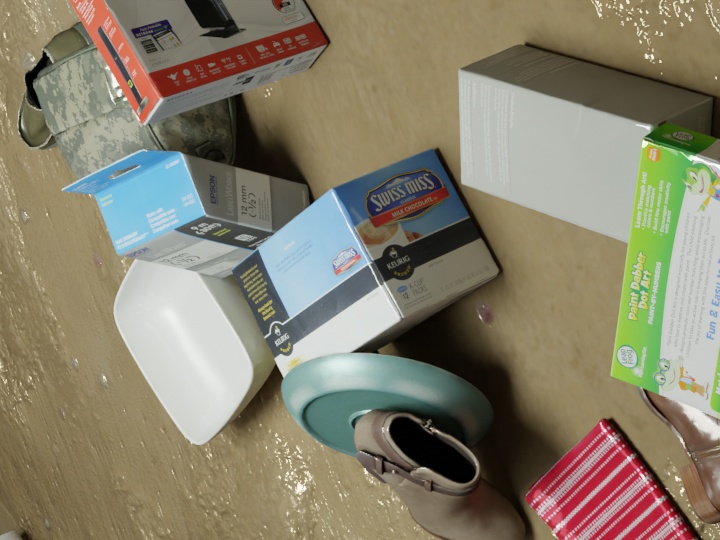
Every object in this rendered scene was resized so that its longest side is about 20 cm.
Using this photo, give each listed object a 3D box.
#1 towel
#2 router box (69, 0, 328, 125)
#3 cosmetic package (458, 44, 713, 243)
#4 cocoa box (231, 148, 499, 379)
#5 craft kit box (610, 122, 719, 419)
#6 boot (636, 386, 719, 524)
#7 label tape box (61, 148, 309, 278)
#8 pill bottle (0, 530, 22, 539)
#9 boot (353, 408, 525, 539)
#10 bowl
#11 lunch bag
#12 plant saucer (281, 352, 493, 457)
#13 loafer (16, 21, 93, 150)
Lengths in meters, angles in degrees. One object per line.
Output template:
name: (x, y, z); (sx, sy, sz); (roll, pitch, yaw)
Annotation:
towel: (0.235, 0.244, 1.520); (0.201, 0.022, 0.145); (55, 140, 15)
router box: (-0.156, -0.243, 1.587); (0.180, 0.199, 0.049); (58, 142, 10)
cosmetic package: (0.174, -0.101, 1.367); (0.199, 0.090, 0.108); (23, 126, 38)
cocoa box: (0.000, 0.000, 1.581); (0.200, 0.133, 0.132); (-35, 81, 51)
craft kit box: (0.282, 0.018, 1.236); (0.196, 0.048, 0.201); (21, 123, 28)
boot: (0.312, 0.084, 1.322); (0.200, 0.064, 0.188); (-32, 78, 47)
label tape box: (-0.168, -0.054, 1.681); (0.143, 0.199, 0.067); (-20, 68, 43)
pill bottle: (-0.459, 0.463, 2.378); (0.201, 0.111, 0.111); (59, 141, 9)
boot: (0.079, 0.189, 1.555); (0.199, 0.071, 0.146); (27, 162, -6)
bowl: (-0.169, 0.064, 1.861); (0.201, 0.074, 0.200); (55, 140, 13)
lunch bag: (-0.222, -0.154, 1.759); (0.199, 0.139, 0.169); (-12, 100, 52)
plant saucer: (0.023, 0.134, 1.599); (0.200, 0.199, 0.028); (-34, 40, 51)
loafer: (-0.353, -0.203, 1.944); (0.075, 0.069, 0.200); (54, 140, 16)
